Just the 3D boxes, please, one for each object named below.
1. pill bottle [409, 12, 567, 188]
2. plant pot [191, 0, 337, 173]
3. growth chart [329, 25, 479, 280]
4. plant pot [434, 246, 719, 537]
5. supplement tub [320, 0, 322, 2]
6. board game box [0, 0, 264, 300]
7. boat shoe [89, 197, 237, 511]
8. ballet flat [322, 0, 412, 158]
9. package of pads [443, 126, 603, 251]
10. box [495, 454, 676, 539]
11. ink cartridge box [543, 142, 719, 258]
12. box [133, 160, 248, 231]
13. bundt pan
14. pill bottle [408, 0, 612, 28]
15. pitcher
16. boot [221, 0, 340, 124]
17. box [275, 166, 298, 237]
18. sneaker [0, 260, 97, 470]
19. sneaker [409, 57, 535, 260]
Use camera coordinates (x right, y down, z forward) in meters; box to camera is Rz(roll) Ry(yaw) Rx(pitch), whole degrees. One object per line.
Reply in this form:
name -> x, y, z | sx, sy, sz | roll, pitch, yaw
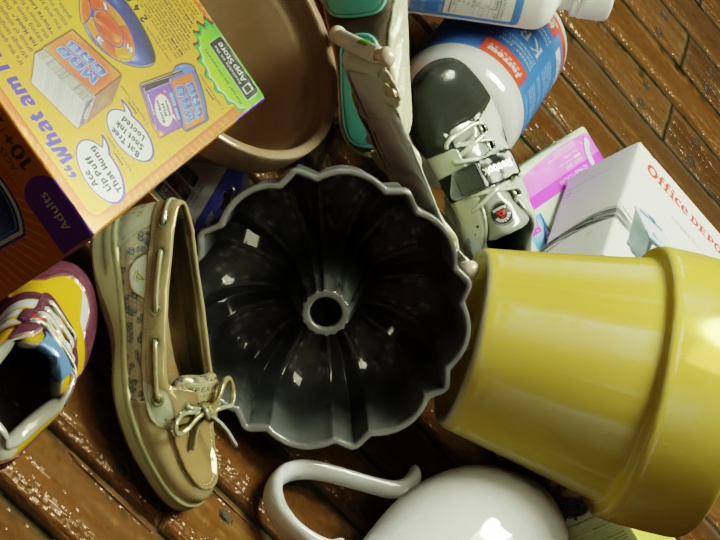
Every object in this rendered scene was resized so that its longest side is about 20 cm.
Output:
pill bottle -> 0.094, -0.152, 1.656 | 0.112, 0.112, 0.200 | 51, 38, -14
plant pot -> -0.117, -0.149, 1.359 | 0.200, 0.092, 0.202 | 29, 48, -37
growth chart -> 0.027, -0.082, 1.394 | 0.201, 0.018, 0.145 | 66, -10, -25
plant pot -> 0.159, 0.069, 1.403 | 0.187, 0.201, 0.202 | 15, 50, -7
supplement tub -> -0.057, -0.302, 1.567 | 0.122, 0.122, 0.201 | 36, 44, -30
board game box -> -0.223, -0.104, 1.178 | 0.201, 0.199, 0.200 | 55, 37, -8
boat shoe -> -0.123, 0.055, 1.285 | 0.073, 0.062, 0.202 | -18, 94, -68
ballet flat -> 0.008, -0.186, 1.484 | 0.062, 0.067, 0.202 | -19, 110, -64
package of pads -> 0.172, -0.022, 1.701 | 0.155, 0.068, 0.200 | 60, 37, -2
box -> 0.185, 0.189, 1.578 | 0.201, 0.075, 0.050 | 55, 35, -7
ink cartridge box -> 0.221, 0.018, 1.607 | 0.146, 0.086, 0.201 | 45, 41, -19
box -> -0.162, -0.107, 1.388 | 0.200, 0.041, 0.119 | 49, 38, -19
bundt pan -> -0.024, 0.016, 1.358 | 0.202, 0.201, 0.076 | 49, 12, -16
pill bottle -> 0.105, -0.255, 1.595 | 0.198, 0.113, 0.113 | 7, 53, -3
pitcher -> 0.038, 0.188, 1.382 | 0.199, 0.121, 0.172 | -17, 69, -41
boot -> -0.039, -0.169, 1.507 | 0.199, 0.075, 0.108 | 8, 99, -48
box -> 0.000, 0.000, 1.482 | 0.199, 0.070, 0.065 | 26, 44, -38
sneaker -> -0.196, 0.055, 1.199 | 0.075, 0.090, 0.201 | 47, 39, -18
sneaker -> 0.097, -0.069, 1.528 | 0.074, 0.088, 0.201 | -28, 119, -13
